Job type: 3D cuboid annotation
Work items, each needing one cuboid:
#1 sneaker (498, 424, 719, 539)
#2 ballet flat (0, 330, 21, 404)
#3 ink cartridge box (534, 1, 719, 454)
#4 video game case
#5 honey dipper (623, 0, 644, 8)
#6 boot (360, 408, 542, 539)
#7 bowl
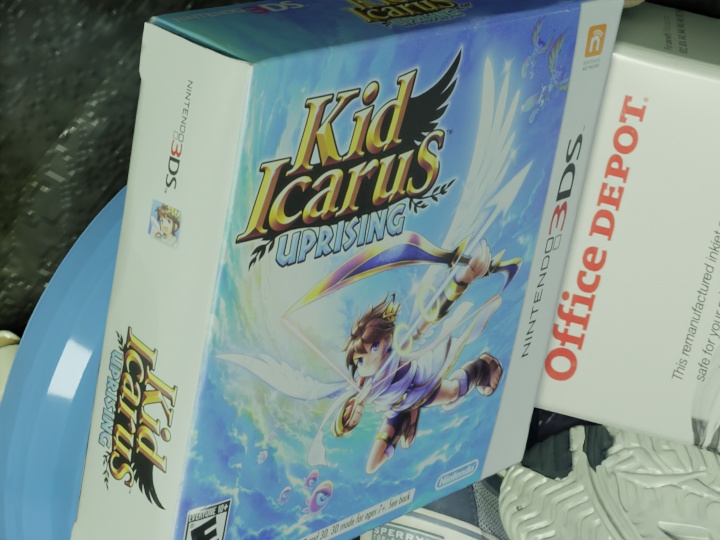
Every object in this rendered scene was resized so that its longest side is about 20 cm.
[{"bbox_3d":[0.150,0.135,0.856,0.130,0.198,0.080,80,25,-54],"label":"sneaker"},{"bbox_3d":[-0.146,0.047,0.735,0.200,0.072,0.072,13,117,-41],"label":"ballet flat"},{"bbox_3d":[0.165,-0.007,0.822,0.199,0.084,0.146,14,112,2],"label":"ink cartridge box"},{"bbox_3d":[0.000,0.000,0.714,0.200,0.045,0.182,-18,124,-50],"label":"video game case"},{"bbox_3d":[0.100,-0.187,0.751,0.038,0.038,0.201,-11,126,-29],"label":"honey dipper"},{"bbox_3d":[0.059,0.095,0.932,0.200,0.072,0.091,49,56,-69],"label":"boot"},{"bbox_3d":[-0.046,0.046,0.783,0.200,0.039,0.201,-35,137,-40],"label":"bowl"}]
